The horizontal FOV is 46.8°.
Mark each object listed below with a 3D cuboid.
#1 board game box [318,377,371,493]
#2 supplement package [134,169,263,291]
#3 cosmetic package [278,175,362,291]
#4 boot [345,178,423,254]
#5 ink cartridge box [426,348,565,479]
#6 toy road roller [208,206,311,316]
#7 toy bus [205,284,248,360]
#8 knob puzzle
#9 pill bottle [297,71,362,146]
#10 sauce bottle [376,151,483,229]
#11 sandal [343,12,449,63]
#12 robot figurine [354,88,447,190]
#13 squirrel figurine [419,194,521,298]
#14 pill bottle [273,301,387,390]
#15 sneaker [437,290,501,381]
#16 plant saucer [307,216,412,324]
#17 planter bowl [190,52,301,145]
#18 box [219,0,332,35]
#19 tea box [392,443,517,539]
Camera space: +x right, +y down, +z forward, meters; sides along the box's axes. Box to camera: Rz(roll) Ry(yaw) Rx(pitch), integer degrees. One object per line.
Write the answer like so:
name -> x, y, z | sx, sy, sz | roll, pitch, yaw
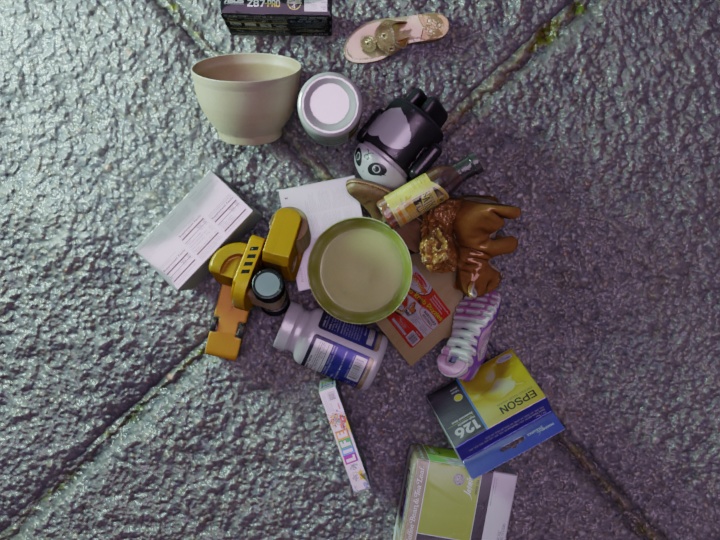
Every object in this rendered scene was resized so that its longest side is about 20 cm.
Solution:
board game box -> -0.031, 0.308, 1.583 | 0.034, 0.134, 0.200 | -19, 92, -1
supplement package -> -0.296, -0.072, 1.549 | 0.111, 0.156, 0.200 | 44, 90, 0
cosmetic package -> -0.066, -0.072, 1.612 | 0.150, 0.052, 0.200 | -11, 92, -4
boot -> 0.049, -0.102, 1.571 | 0.200, 0.074, 0.076 | 33, 69, -20
ink cartridge box -> 0.249, 0.266, 1.571 | 0.197, 0.200, 0.047 | -29, 127, -2
toy road roller -> -0.184, -0.024, 1.507 | 0.146, 0.123, 0.200 | 17, 73, 6
toy bus -> -0.242, 0.069, 1.595 | 0.065, 0.078, 0.200 | 14, 91, -4
knob puzzle -> 0.114, 0.054, 1.630 | 0.219, 0.030, 0.220 | -1, 93, -16
pill bottle -> -0.056, -0.289, 1.530 | 0.114, 0.200, 0.115 | 0, 91, -2
sauce bottle -> 0.127, -0.148, 1.508 | 0.200, 0.066, 0.066 | -31, 93, 6
sandal -> 0.069, -0.457, 1.595 | 0.211, 0.070, 0.078 | -14, 92, -2
robot figurine -> 0.075, -0.245, 1.574 | 0.125, 0.150, 0.200 | 39, 90, -16
squirrel figurine -> 0.193, -0.043, 1.574 | 0.200, 0.142, 0.187 | 1, 104, -20
pill bottle -> -0.058, 0.140, 1.586 | 0.200, 0.116, 0.116 | 24, 91, -3
sneaker -> 0.221, 0.130, 1.621 | 0.080, 0.088, 0.200 | 13, 68, 39
plant saucer -> 0.000, 0.000, 1.561 | 0.200, 0.031, 0.200 | 0, 91, 10
planter bowl -> -0.208, -0.313, 1.543 | 0.200, 0.200, 0.135 | 0, 119, -2
box -> -0.151, -0.474, 1.541 | 0.200, 0.161, 0.049 | 0, 91, -1
tea box -> 0.176, 0.456, 1.596 | 0.196, 0.134, 0.200 | 11, 91, -3
